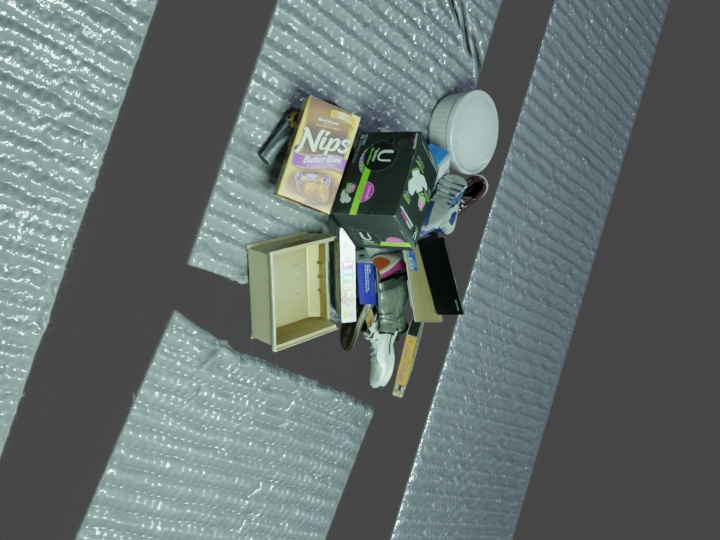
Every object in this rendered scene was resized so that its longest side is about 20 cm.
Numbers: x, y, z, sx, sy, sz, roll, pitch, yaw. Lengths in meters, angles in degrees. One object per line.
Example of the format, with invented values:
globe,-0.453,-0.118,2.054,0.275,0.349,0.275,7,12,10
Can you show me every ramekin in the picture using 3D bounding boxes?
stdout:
ramekin,0.251,-0.345,1.931,0.199,0.093,0.209,-14,110,-44

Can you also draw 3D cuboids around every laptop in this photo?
laptop,0.209,0.003,1.833,0.199,0.101,0.182,-24,100,-62

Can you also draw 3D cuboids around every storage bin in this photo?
storage bin,-0.135,0.036,1.622,0.196,0.092,0.206,-16,111,-43

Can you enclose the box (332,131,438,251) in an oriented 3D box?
box,0.054,-0.160,1.562,0.125,0.145,0.204,53,48,-50

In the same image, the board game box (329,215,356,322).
board game box,-0.040,-0.006,1.685,0.033,0.135,0.206,-3,106,-11

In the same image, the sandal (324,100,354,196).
sandal,-0.051,-0.256,1.604,0.079,0.055,0.206,-6,81,-13

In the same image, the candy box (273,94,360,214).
candy box,-0.087,-0.227,1.535,0.114,0.056,0.205,19,87,-18

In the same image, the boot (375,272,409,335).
boot,0.094,0.078,1.855,0.198,0.067,0.134,-17,97,-48

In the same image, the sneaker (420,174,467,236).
sneaker,0.178,-0.118,1.772,0.199,0.079,0.117,-44,147,-36

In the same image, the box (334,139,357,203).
box,-0.006,-0.183,1.726,0.200,0.059,0.118,45,67,-42

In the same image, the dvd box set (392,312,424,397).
dvd box set,0.123,0.187,1.883,0.147,0.029,0.204,-63,167,-51

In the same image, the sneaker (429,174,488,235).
sneaker,0.229,-0.164,1.896,0.199,0.116,0.076,-43,89,7

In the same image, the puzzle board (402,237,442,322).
puzzle board,0.143,0.020,1.829,0.150,0.017,0.206,8,71,-60

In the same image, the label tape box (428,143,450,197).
label tape box,0.149,-0.172,1.833,0.144,0.062,0.203,-47,151,-33

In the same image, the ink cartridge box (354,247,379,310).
ink cartridge box,0.000,0.000,1.685,0.038,0.201,0.102,-9,115,-10

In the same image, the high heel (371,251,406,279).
high heel,0.079,-0.001,1.863,0.198,0.067,0.098,-34,136,-30

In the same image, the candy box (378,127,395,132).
candy box,0.065,-0.199,1.699,0.100,0.026,0.206,15,88,-9

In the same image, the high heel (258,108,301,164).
high heel,-0.104,-0.225,1.601,0.144,0.071,0.200,-53,124,-14

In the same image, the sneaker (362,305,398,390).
sneaker,0.028,0.176,1.856,0.114,0.075,0.206,19,78,-40

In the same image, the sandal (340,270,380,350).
sandal,0.009,0.094,1.769,0.053,0.082,0.204,17,100,-24
